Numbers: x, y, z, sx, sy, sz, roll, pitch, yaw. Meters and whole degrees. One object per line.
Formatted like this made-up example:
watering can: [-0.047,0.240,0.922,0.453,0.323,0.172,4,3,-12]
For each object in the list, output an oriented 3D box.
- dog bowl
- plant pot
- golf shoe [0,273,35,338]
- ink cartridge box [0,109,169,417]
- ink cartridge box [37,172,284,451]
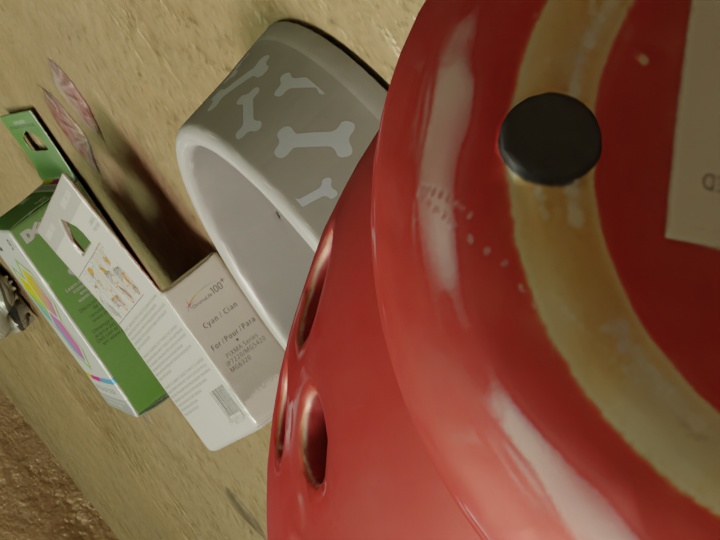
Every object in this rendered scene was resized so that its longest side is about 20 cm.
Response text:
dog bowl: [0.000,0.000,1.005,0.200,0.059,0.200,50,167,16]
plant pot: [0.083,0.024,0.475,0.201,0.200,0.183,50,164,14]
golf shoe: [-0.375,0.015,2.259,0.200,0.097,0.079,38,162,54]
ink cartridge box: [-0.188,-0.004,1.639,0.201,0.059,0.104,56,167,-11]
ink cartridge box: [-0.111,0.018,1.462,0.177,0.045,0.200,53,166,-1]
